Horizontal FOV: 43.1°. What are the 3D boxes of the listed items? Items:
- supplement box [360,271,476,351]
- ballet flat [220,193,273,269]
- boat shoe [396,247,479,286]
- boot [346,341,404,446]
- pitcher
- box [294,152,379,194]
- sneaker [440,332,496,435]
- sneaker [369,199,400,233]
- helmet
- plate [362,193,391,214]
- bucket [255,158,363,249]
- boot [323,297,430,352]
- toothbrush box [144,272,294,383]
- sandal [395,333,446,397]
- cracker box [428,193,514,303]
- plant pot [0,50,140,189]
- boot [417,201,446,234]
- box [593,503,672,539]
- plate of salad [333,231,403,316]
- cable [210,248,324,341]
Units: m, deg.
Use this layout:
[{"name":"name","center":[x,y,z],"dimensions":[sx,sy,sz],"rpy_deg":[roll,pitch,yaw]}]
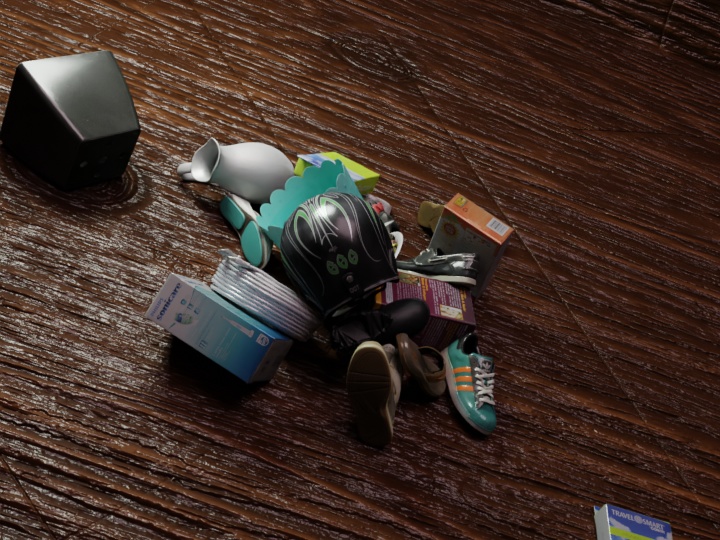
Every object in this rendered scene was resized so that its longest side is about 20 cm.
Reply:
[{"name":"supplement box","center":[0.106,0.075,1.711],"dimensions":[0.200,0.086,0.110],"rpy_deg":[13,38,-13]},{"name":"ballet flat","center":[-0.204,-0.078,1.757],"dimensions":[0.069,0.069,0.200],"rpy_deg":[-6,44,-33]},{"name":"boat shoe","center":[0.142,-0.011,1.791],"dimensions":[0.200,0.068,0.072],"rpy_deg":[6,-5,36]},{"name":"boot","center":[0.030,0.164,1.484],"dimensions":[0.072,0.200,0.155],"rpy_deg":[1,34,12]},{"name":"pitcher","center":[-0.250,-0.197,1.834],"dimensions":[0.200,0.172,0.121],"rpy_deg":[8,80,-42]},{"name":"box","center":[-0.050,-0.197,1.877],"dimensions":[0.122,0.048,0.200],"rpy_deg":[29,18,13]},{"name":"sneaker","center":[0.203,0.194,1.613],"dimensions":[0.071,0.080,0.200],"rpy_deg":[22,32,-36]},{"name":"sneaker","center":[0.011,-0.050,1.809],"dimensions":[0.098,0.071,0.200],"rpy_deg":[39,55,0]},{"name":"helmet","center":[-0.040,-0.036,1.508],"dimensions":[0.200,0.200,0.191],"rpy_deg":[-21,80,-43]},{"name":"plate","center":[-0.037,-0.129,1.926],"dimensions":[0.200,0.032,0.200],"rpy_deg":[22,38,-3]},{"name":"bucket","center":[-0.078,-0.097,1.706],"dimensions":[0.135,0.207,0.207],"rpy_deg":[54,29,-25]},{"name":"boot","center":[0.031,0.091,1.544],"dimensions":[0.198,0.162,0.073],"rpy_deg":[-16,82,-4]},{"name":"toothbrush box","center":[-0.222,0.093,1.463],"dimensions":[0.200,0.085,0.146],"rpy_deg":[32,-1,9]},{"name":"sandal","center":[0.115,0.159,1.562],"dimensions":[0.054,0.200,0.080],"rpy_deg":[-23,55,12]},{"name":"cracker box","center":[0.208,-0.040,1.806],"dimensions":[0.134,0.200,0.058],"rpy_deg":[35,52,14]},{"name":"plant pot","center":[-0.530,-0.271,1.722],"dimensions":[0.200,0.200,0.177],"rpy_deg":[-25,70,-44]},{"name":"boot","center":[0.226,-0.094,1.954],"dimensions":[0.155,0.073,0.200],"rpy_deg":[10,10,-21]},{"name":"box","center":[0.443,0.462,1.457],"dimensions":[0.122,0.048,0.200],"rpy_deg":[19,38,-7]},{"name":"plate of salad","center":[0.000,0.000,1.660],"dimensions":[0.048,0.200,0.200],"rpy_deg":[41,35,-15]},{"name":"cable","center":[-0.156,0.049,1.538],"dimensions":[0.200,0.069,0.200],"rpy_deg":[32,-5,7]}]
